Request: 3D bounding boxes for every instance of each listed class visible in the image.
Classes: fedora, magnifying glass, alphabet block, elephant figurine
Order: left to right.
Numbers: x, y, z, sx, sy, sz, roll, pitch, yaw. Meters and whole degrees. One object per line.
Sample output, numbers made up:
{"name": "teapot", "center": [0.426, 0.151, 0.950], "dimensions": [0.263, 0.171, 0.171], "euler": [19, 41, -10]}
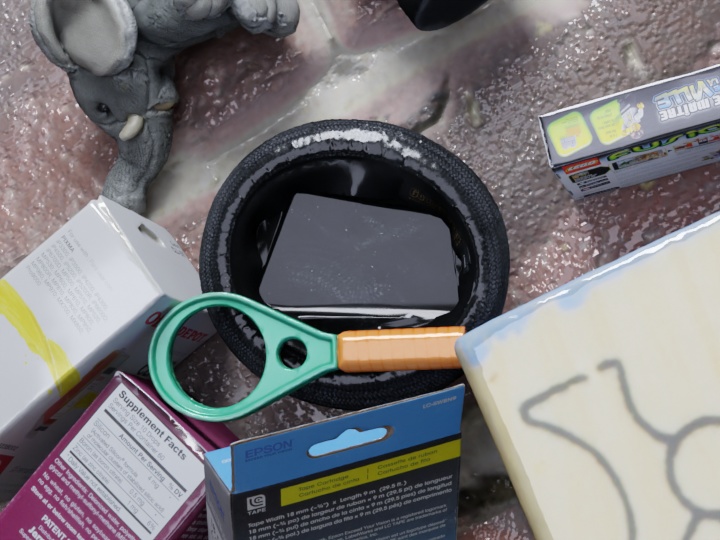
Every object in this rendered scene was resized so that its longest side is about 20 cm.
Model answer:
{"name": "elephant figurine", "center": [-0.152, -0.158, 1.289], "dimensions": [0.199, 0.141, 0.156], "euler": [-36, 45, 22]}
{"name": "magnifying glass", "center": [-0.033, 0.051, 1.175], "dimensions": [0.198, 0.022, 0.081], "euler": [-2, 83, 9]}
{"name": "fedora", "center": [0.000, 0.000, 1.235], "dimensions": [0.198, 0.092, 0.203], "euler": [-1, 82, 10]}
{"name": "alphabet block", "center": [0.190, 0.102, 1.119], "dimensions": [0.194, 0.196, 0.202], "euler": [-25, 76, 11]}

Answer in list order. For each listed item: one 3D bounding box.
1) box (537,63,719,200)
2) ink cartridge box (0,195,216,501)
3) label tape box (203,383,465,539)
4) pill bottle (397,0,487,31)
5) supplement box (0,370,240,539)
{"name": "box", "center": [0.216, -0.095, 1.186], "dimensions": [0.198, 0.110, 0.035], "euler": [-15, 78, 11]}
{"name": "ink cartridge box", "center": [-0.200, 0.057, 1.250], "dimensions": [0.200, 0.145, 0.084], "euler": [-40, 75, 5]}
{"name": "label tape box", "center": [-0.016, 0.135, 1.145], "dimensions": [0.143, 0.201, 0.064], "euler": [-13, 43, -16]}
{"name": "pill bottle", "center": [0.016, -0.261, 1.261], "dimensions": [0.111, 0.112, 0.201], "euler": [-35, 75, 7]}
{"name": "supplement box", "center": [-0.162, 0.177, 1.231], "dimensions": [0.103, 0.131, 0.200], "euler": [41, 92, 18]}
